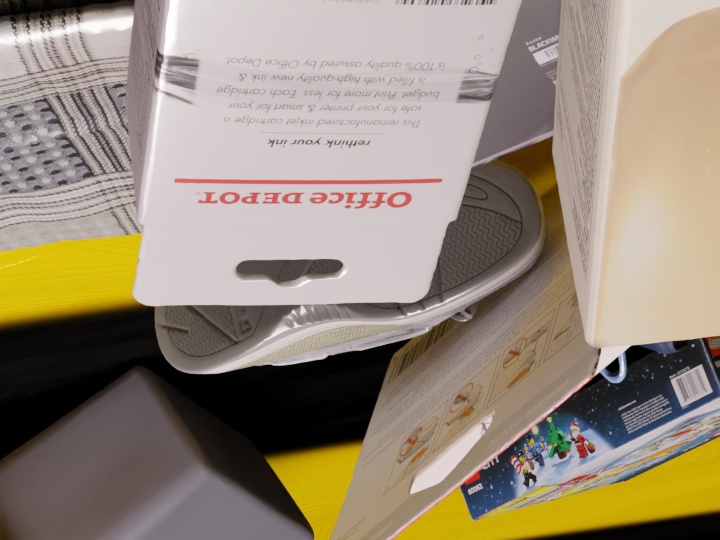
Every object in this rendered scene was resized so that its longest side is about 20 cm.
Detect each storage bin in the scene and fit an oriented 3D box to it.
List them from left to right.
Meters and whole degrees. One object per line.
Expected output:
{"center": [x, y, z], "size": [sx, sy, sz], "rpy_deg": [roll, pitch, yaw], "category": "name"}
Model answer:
{"center": [-0.125, 0.137, 1.061], "size": [0.134, 0.146, 0.200], "rpy_deg": [-39, 150, 2], "category": "storage bin"}

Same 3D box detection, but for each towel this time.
{"center": [-0.115, -0.054, 0.757], "size": [0.200, 0.035, 0.193], "rpy_deg": [-9, 154, 1], "category": "towel"}

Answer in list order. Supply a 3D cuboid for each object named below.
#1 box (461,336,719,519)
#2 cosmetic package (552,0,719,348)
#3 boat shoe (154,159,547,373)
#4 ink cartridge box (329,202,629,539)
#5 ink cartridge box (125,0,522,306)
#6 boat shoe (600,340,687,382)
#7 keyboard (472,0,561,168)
{"center": [0.165, 0.079, 1.053], "size": [0.137, 0.038, 0.200], "rpy_deg": [-8, 161, -42], "category": "box"}
{"center": [0.110, -0.073, 0.655], "size": [0.071, 0.105, 0.200], "rpy_deg": [-5, 143, -1], "category": "cosmetic package"}
{"center": [0.000, 0.002, 0.867], "size": [0.202, 0.074, 0.065], "rpy_deg": [-23, 162, 28], "category": "boat shoe"}
{"center": [0.066, 0.050, 0.819], "size": [0.044, 0.174, 0.200], "rpy_deg": [35, 129, -13], "category": "ink cartridge box"}
{"center": [-0.016, -0.078, 0.636], "size": [0.116, 0.068, 0.200], "rpy_deg": [0, 137, -14], "category": "ink cartridge box"}
{"center": [0.142, 0.006, 0.914], "size": [0.200, 0.069, 0.084], "rpy_deg": [-16, 153, 18], "category": "boat shoe"}
{"center": [0.090, -0.092, 0.750], "size": [0.200, 0.040, 0.104], "rpy_deg": [-21, 132, 23], "category": "keyboard"}
